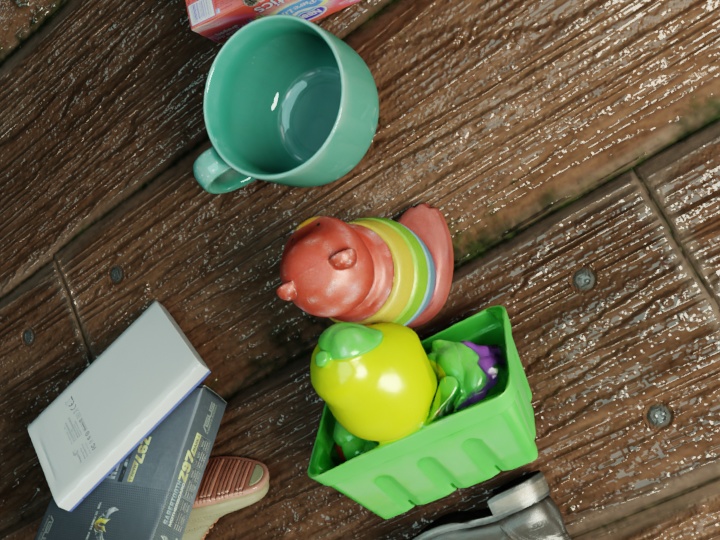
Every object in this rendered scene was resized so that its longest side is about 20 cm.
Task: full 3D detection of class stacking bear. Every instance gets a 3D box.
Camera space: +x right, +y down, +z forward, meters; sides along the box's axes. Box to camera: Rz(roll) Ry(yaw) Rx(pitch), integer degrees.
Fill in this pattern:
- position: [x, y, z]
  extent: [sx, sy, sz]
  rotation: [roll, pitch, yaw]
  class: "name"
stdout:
- position: [0.000, 0.000, 0.676]
  extent: [0.121, 0.200, 0.114]
  rotation: [-23, 79, 23]
  class: "stacking bear"

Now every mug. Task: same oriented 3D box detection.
- position: [-0.073, -0.157, 0.760]
  extent: [0.184, 0.114, 0.153]
  rotation: [-3, 89, 26]
  class: "mug"

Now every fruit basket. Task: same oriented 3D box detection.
- position: [0.034, 0.100, 0.662]
  extent: [0.214, 0.156, 0.217]
  rotation: [4, 120, 7]
  class: "fruit basket"

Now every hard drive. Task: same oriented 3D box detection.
- position: [-0.264, 0.141, 0.833]
  extent: [0.200, 0.025, 0.132]
  rotation: [-45, 46, -4]
  class: "hard drive"

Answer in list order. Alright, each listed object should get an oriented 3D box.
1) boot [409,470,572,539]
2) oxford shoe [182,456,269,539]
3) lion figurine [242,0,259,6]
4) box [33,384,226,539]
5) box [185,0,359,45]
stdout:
- position: [0.132, 0.294, 0.687]
  extent: [0.199, 0.069, 0.175]
  rotation: [-33, 76, 19]
  class: "boot"
- position: [-0.179, 0.260, 0.846]
  extent: [0.199, 0.071, 0.074]
  rotation: [-18, 111, 21]
  class: "oxford shoe"
- position: [-0.073, -0.320, 0.689]
  extent: [0.199, 0.072, 0.123]
  rotation: [-15, 69, 10]
  class: "lion figurine"
- position: [-0.244, 0.218, 0.817]
  extent: [0.157, 0.051, 0.201]
  rotation: [-2, 57, 28]
  class: "box"
- position: [-0.075, -0.310, 0.772]
  extent: [0.199, 0.095, 0.103]
  rotation: [-17, 83, 24]
  class: "box"
